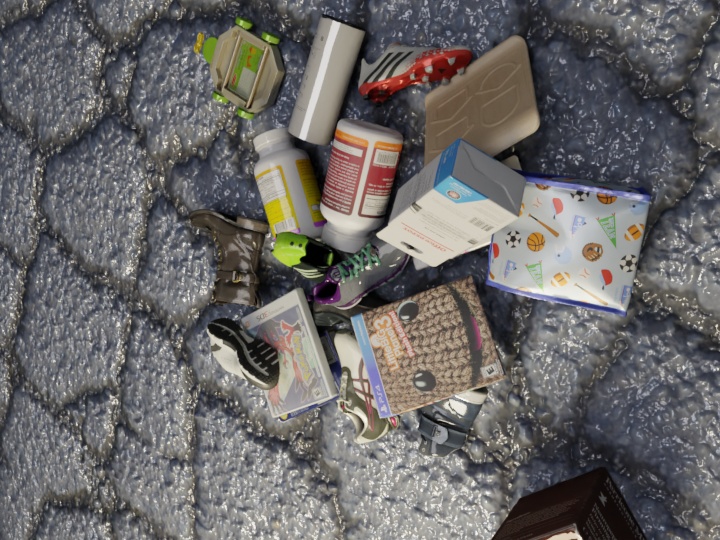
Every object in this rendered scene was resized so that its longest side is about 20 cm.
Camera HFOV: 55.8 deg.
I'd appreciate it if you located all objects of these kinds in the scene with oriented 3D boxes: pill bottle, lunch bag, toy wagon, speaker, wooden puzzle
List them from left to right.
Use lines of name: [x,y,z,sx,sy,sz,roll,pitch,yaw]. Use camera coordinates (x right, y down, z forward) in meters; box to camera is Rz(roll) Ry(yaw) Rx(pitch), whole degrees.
toy wagon: [-0.228,-0.384,1.261,0.199,0.039,0.157,35,115,23]
pill bottle: [-0.126,-0.143,1.202,0.103,0.104,0.203,-17,89,32]
speaker: [-0.060,-0.317,1.144,0.081,0.081,0.202,29,112,24]
pill bottle: [-0.004,-0.138,1.122,0.112,0.112,0.203,23,109,26]
wooden puzzle: [0.176,-0.226,0.993,0.184,0.046,0.202,-29,42,32]
lunch bag: [0.282,-0.046,0.951,0.197,0.124,0.173,9,103,14]

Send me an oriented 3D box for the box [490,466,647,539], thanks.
box: [0.303,0.419,0.979,0.163,0.199,0.167,-35,81,31]

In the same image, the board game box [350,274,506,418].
board game box: [0.106,0.120,1.052,0.197,0.097,0.162,-20,76,8]

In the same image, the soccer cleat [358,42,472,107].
soccer cleat: [0.080,-0.325,1.065,0.198,0.068,0.087,-13,73,34]

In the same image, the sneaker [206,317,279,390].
sneaker: [-0.217,0.168,1.283,0.199,0.073,0.081,35,133,38]

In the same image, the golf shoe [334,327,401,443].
golf shoe: [-0.005,0.198,1.177,0.202,0.087,0.077,64,155,1]

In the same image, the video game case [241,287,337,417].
video game case: [-0.136,0.156,1.257,0.181,0.023,0.203,-27,80,42]

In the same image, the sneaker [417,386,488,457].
sneaker: [0.099,0.225,1.143,0.200,0.077,0.148,25,108,25]

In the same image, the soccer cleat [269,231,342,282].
soccer cleat: [-0.070,-0.017,1.136,0.080,0.199,0.069,11,84,29]

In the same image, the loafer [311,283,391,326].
loafer: [-0.006,0.058,1.184,0.197,0.072,0.074,-2,94,31]

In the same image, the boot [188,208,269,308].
boot: [-0.264,-0.021,1.307,0.197,0.069,0.177,12,91,28]

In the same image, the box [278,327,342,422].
box: [-0.101,0.202,1.288,0.199,0.032,0.123,-29,83,33]

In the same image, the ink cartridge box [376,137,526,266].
ink cartridge box: [0.119,-0.086,0.947,0.115,0.069,0.200,27,150,-18]

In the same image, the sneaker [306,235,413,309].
sneaker: [0.000,0.000,1.086,0.200,0.087,0.075,-45,62,31]

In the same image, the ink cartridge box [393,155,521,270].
ink cartridge box: [0.162,-0.089,1.054,0.198,0.067,0.119,-22,87,32]
